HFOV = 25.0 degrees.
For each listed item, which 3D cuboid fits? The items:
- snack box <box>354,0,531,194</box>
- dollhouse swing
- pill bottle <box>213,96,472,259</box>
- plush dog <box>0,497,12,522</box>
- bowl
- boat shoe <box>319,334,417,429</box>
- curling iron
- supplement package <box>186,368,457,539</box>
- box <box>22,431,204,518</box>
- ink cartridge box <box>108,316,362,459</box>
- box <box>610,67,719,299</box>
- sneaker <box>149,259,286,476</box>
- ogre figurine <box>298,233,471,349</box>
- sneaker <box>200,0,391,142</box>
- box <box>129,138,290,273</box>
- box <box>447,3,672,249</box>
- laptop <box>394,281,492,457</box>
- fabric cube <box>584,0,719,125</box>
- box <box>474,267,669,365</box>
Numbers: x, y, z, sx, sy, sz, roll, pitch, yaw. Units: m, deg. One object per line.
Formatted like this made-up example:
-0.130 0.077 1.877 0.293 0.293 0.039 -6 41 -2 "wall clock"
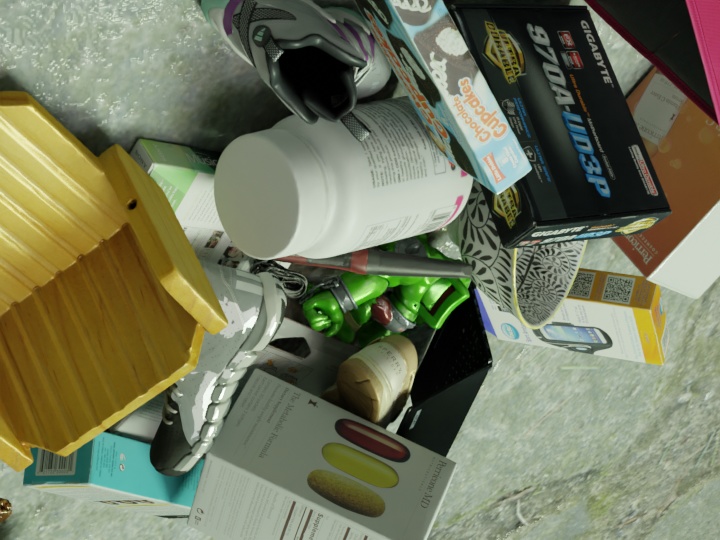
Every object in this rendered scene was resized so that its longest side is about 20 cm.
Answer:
0.048 -0.158 1.189 0.037 0.116 0.201 -34 116 -5 "snack box"
-0.238 0.008 1.150 0.199 0.183 0.176 -33 155 8 "dollhouse swing"
-0.012 -0.072 1.282 0.199 0.113 0.114 -15 141 -47 "pill bottle"
-0.368 0.282 1.414 0.200 0.159 0.173 -49 141 -36 "plush dog"
0.136 -0.056 1.452 0.201 0.093 0.202 -43 140 -52 "bowl"
0.014 0.113 1.484 0.069 0.074 0.200 -36 171 -20 "boat shoe"
0.000 0.000 1.380 0.198 0.026 0.050 -3 125 -18 "curling iron"
-0.034 0.195 1.424 0.114 0.199 0.110 -61 173 -45 "supplement package"
-0.203 0.185 1.461 0.082 0.050 0.200 -6 162 33 "box"
-0.113 0.096 1.470 0.176 0.045 0.200 -44 147 14 "ink cartridge box"
0.317 -0.102 1.539 0.200 0.153 0.106 -50 145 17 "box"
-0.154 0.072 1.327 0.115 0.075 0.201 20 110 -30 "sneaker"
0.033 0.022 1.479 0.120 0.099 0.200 -36 139 14 "ogre figurine"
-0.021 -0.140 1.197 0.199 0.140 0.078 17 119 -50 "sneaker"
-0.130 -0.030 1.325 0.199 0.036 0.145 6 127 -47 "box"
0.153 -0.121 1.330 0.158 0.202 0.046 -6 159 -37 "box"
0.049 0.123 1.558 0.102 0.201 0.178 8 131 -18 "laptop"
0.279 -0.279 1.258 0.199 0.200 0.196 -39 145 -1 "fabric cube"
0.201 0.038 1.610 0.119 0.198 0.042 63 43 -56 "box"
